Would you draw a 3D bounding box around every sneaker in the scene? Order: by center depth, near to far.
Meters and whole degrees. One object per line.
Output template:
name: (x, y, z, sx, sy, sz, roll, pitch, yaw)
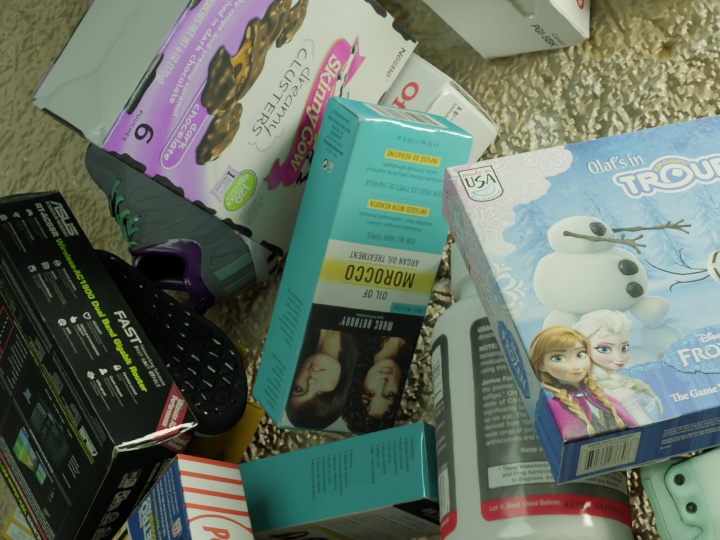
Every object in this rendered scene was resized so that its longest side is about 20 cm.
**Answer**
sneaker: (0.169, 0.170, 0.884, 0.200, 0.074, 0.118, -40, 77, 2)
sneaker: (-0.146, 0.062, 1.094, 0.200, 0.071, 0.083, 40, 128, 37)
sneaker: (-0.152, -0.037, 1.164, 0.087, 0.075, 0.199, -37, 48, -28)

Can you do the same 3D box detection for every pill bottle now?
pill bottle: (0.098, 0.077, 0.958, 0.110, 0.111, 0.202, -15, 63, 27)

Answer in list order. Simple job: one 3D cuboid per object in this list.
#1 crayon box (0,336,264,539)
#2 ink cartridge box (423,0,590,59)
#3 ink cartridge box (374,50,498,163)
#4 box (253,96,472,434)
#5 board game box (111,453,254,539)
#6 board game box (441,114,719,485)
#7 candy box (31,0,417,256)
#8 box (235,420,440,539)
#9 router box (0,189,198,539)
crayon box: (-0.151, 0.127, 1.132, 0.125, 0.051, 0.201, 26, 87, 36)
ink cartridge box: (0.090, -0.262, 1.072, 0.082, 0.147, 0.202, -7, 68, 31)
ink cartridge box: (-0.027, -0.103, 1.122, 0.200, 0.086, 0.148, 41, 95, 34)
box: (0.000, 0.000, 1.012, 0.049, 0.082, 0.202, 41, 120, 59)
board game box: (-0.125, 0.231, 0.969, 0.200, 0.046, 0.152, -50, 40, 35)
board game box: (0.168, 0.006, 0.904, 0.198, 0.044, 0.200, -12, 50, -11)
candy box: (-0.074, -0.122, 0.983, 0.071, 0.200, 0.169, 32, 90, 34)
box: (-0.027, 0.146, 1.028, 0.199, 0.082, 0.050, -16, 64, 26)
router box: (-0.195, 0.073, 1.049, 0.201, 0.062, 0.150, 56, 138, 24)
